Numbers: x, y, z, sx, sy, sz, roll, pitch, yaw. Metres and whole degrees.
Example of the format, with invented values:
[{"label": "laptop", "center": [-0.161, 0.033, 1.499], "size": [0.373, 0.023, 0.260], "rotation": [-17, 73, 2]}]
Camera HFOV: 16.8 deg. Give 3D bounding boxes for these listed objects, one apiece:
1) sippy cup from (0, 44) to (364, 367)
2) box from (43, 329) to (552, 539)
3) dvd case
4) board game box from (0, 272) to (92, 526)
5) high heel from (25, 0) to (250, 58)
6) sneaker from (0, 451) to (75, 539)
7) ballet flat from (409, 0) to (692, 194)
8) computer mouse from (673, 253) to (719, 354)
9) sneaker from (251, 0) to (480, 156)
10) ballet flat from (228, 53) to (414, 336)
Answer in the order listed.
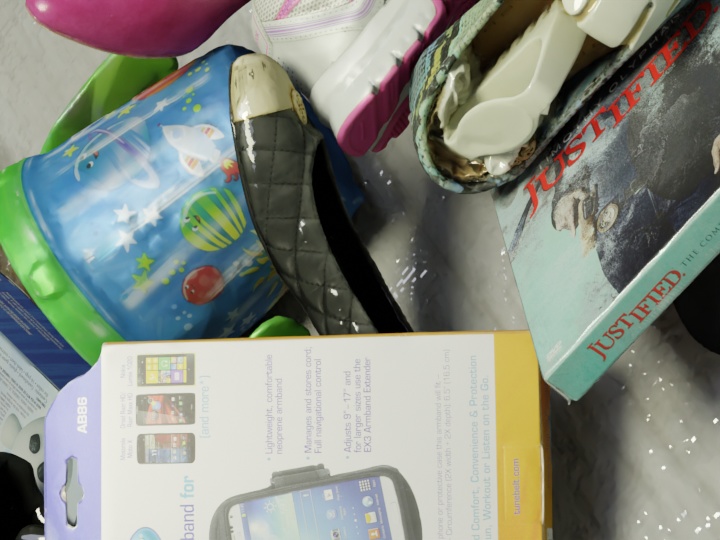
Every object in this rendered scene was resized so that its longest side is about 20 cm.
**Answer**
[{"label": "sippy cup", "center": [-0.075, -0.028, 1.095], "size": [0.130, 0.140, 0.178], "rotation": [-38, 85, 14]}, {"label": "box", "center": [-0.024, 0.086, 0.954], "size": [0.199, 0.041, 0.120], "rotation": [-2, 83, 11]}, {"label": "dvd case", "center": [0.107, -0.056, 0.944], "size": [0.146, 0.022, 0.200], "rotation": [-48, 23, 21]}, {"label": "board game box", "center": [-0.178, 0.118, 1.152], "size": [0.200, 0.043, 0.200], "rotation": [38, 117, 46]}, {"label": "high heel", "center": [-0.051, -0.151, 1.060], "size": [0.068, 0.199, 0.096], "rotation": [57, 140, 29]}, {"label": "sneaker", "center": [-0.124, 0.155, 1.005], "size": [0.200, 0.069, 0.100], "rotation": [50, 122, 31]}, {"label": "ballet flat", "center": [0.084, -0.096, 0.927], "size": [0.200, 0.074, 0.075], "rotation": [-50, 43, 42]}, {"label": "computer mouse", "center": [0.176, -0.056, 0.905], "size": [0.200, 0.053, 0.139], "rotation": [-52, 46, 16]}, {"label": "sneaker", "center": [0.026, -0.149, 1.028], "size": [0.088, 0.081, 0.200], "rotation": [36, 73, 14]}, {"label": "ballet flat", "center": [0.000, 0.000, 1.003], "size": [0.057, 0.066, 0.201], "rotation": [-24, 95, 20]}]
